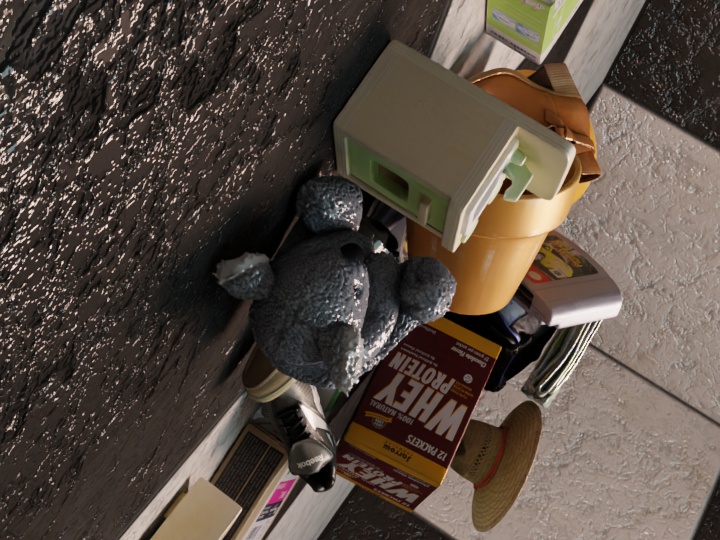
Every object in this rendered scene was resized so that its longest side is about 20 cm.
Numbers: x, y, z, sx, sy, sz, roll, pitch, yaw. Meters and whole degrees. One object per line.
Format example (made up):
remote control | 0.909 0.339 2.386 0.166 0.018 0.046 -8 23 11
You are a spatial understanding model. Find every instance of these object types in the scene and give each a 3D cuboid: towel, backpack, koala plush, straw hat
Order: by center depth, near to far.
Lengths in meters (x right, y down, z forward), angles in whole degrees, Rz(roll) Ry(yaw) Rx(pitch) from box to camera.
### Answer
koala plush | -0.036 0.033 1.048 0.184 0.177 0.200 -49 176 11
straw hat | 0.158 0.244 1.586 0.202 0.085 0.201 -61 -172 16
towel | 0.279 0.104 1.601 0.172 0.048 0.200 -57 171 -2
backpack | 0.182 0.030 1.617 0.147 0.200 0.183 -33 160 -21

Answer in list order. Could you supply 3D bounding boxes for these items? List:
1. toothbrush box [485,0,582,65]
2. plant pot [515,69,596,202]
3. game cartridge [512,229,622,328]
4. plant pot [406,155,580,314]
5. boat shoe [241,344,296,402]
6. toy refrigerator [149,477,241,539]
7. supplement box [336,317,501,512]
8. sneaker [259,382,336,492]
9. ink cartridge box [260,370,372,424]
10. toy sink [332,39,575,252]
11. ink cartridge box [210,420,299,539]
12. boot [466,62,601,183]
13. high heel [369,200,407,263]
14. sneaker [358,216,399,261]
toothbrush box | 0.219 -0.348 1.376 0.146 0.086 0.200 -57 170 -4
plant pot | 0.178 -0.144 1.557 0.183 0.200 0.201 -28 152 -42
game cartridge | 0.228 -0.002 1.479 0.133 0.200 0.041 -5 125 -32
plant pot | 0.132 -0.059 1.350 0.200 0.200 0.184 -46 153 -50
boat shoe | -0.069 0.045 1.243 0.065 0.072 0.200 34 93 -45
toy refrigerator | -0.224 0.336 1.341 0.200 0.070 0.076 -51 175 -35
supplement box | 0.066 0.183 1.551 0.200 0.132 0.197 -63 178 -23
sneaker | -0.069 0.196 1.419 0.066 0.091 0.200 -20 132 3
ink cartridge box | -0.031 0.111 1.555 0.200 0.084 0.146 -47 166 -53
toy sink | 0.083 -0.101 1.118 0.112 0.200 0.130 -56 171 -13
ink cartridge box | -0.143 0.289 1.581 0.165 0.075 0.200 -57 169 -2
boot | 0.197 -0.167 1.440 0.199 0.155 0.074 -13 169 -17
high heel | 0.071 -0.078 1.503 0.143 0.071 0.200 -54 163 17
sneaker | 0.001 0.001 1.389 0.111 0.077 0.200 -47 162 -8
